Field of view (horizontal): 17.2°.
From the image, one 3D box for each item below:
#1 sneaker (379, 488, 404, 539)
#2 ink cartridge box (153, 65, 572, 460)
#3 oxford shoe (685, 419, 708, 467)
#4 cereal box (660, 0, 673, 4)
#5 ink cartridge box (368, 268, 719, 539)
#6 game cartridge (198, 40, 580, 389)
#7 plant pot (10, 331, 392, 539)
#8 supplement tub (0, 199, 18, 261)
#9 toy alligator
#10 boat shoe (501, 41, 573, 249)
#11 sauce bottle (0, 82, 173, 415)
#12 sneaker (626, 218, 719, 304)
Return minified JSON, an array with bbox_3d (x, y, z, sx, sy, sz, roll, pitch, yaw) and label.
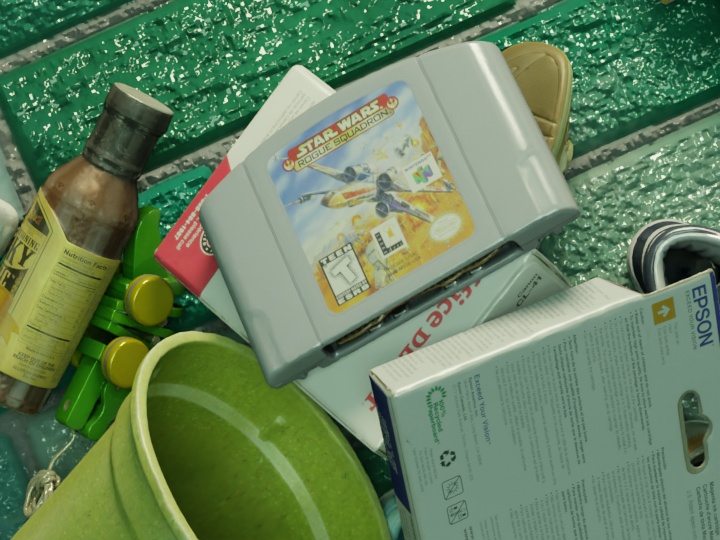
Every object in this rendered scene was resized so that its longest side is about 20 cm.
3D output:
[{"bbox_3d":[0.040,0.230,1.416,0.073,0.082,0.202,-16,88,2],"label":"sneaker"},{"bbox_3d":[0.000,0.000,1.386,0.200,0.086,0.148,40,93,26],"label":"ink cartridge box"},{"bbox_3d":[0.234,0.184,1.424,0.075,0.058,0.201,-25,89,-2],"label":"oxford shoe"},{"bbox_3d":[0.240,-0.271,1.448,0.199,0.040,0.145,-27,89,1],"label":"cereal box"},{"bbox_3d":[0.115,0.109,1.337,0.199,0.043,0.198,-21,120,-15],"label":"ink cartridge box"},{"bbox_3d":[0.010,-0.038,1.327,0.199,0.042,0.134,-30,70,11],"label":"game cartridge"},{"bbox_3d":[-0.113,0.169,1.367,0.184,0.200,0.201,-38,87,26],"label":"plant pot"},{"bbox_3d":[-0.299,0.025,1.414,0.122,0.123,0.201,28,89,3],"label":"supplement tub"},{"bbox_3d":[-0.148,0.061,1.445,0.054,0.059,0.202,21,88,-38],"label":"toy alligator"},{"bbox_3d":[0.085,-0.038,1.442,0.073,0.063,0.202,11,81,27],"label":"boat shoe"},{"bbox_3d":[-0.173,-0.015,1.415,0.064,0.065,0.201,28,97,3],"label":"sauce bottle"},{"bbox_3d":[0.238,0.046,1.402,0.200,0.109,0.070,43,90,3],"label":"sneaker"}]
